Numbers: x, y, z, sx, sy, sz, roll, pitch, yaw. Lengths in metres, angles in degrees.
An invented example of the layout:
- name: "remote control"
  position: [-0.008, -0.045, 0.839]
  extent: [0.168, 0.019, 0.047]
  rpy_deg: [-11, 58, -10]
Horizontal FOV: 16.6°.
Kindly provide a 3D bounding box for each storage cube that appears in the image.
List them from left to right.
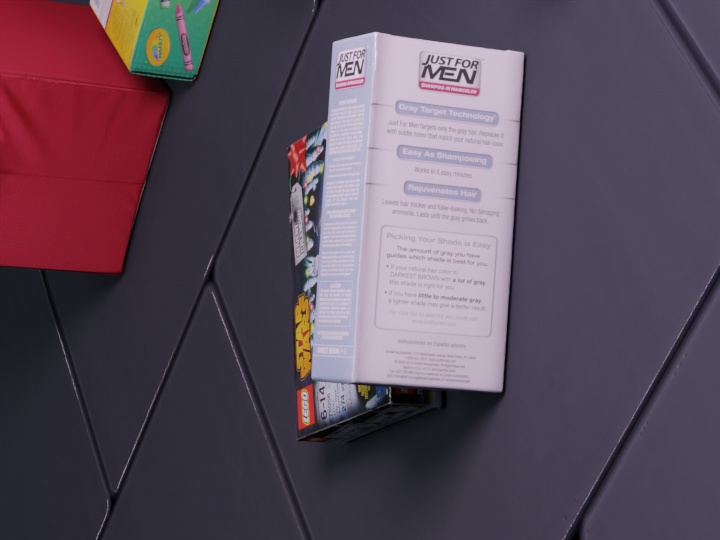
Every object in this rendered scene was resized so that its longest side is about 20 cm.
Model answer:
- name: "storage cube"
  position: [-0.278, -0.112, 1.989]
  extent: [0.200, 0.179, 0.171]
  rpy_deg: [52, 131, 53]

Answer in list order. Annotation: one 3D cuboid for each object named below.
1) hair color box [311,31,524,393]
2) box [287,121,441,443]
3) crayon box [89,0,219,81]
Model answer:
- name: "hair color box"
  position: [0.033, -0.032, 1.434]
  extent: [0.061, 0.099, 0.201]
  rpy_deg: [0, 85, 64]
- name: "box"
  position: [0.000, 0.000, 1.563]
  extent: [0.137, 0.040, 0.201]
  rpy_deg: [151, 120, -61]
- name: "crayon box"
  position: [-0.142, -0.261, 1.876]
  extent: [0.119, 0.058, 0.200]
  rpy_deg: [57, 135, 51]
